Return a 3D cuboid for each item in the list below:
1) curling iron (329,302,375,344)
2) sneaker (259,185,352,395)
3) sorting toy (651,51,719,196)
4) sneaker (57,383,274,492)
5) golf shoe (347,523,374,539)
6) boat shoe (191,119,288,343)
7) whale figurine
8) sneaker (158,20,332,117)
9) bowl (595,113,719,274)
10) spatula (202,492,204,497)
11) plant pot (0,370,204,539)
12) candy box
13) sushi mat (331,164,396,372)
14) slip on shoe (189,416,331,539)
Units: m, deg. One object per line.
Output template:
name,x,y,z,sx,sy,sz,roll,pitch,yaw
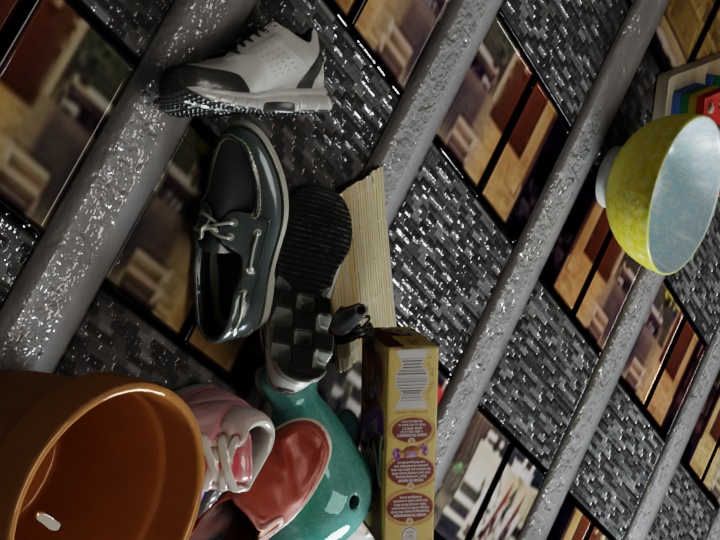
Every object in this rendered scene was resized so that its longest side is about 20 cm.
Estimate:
curling iron,-0.008,0.045,1.440,0.200,0.049,0.026,107,-31,-80
sneaker,-0.060,0.019,1.428,0.089,0.074,0.200,133,-30,-62
sorting toy,0.461,-0.175,2.079,0.199,0.069,0.200,-24,123,-49
sneaker,-0.154,0.156,1.318,0.200,0.105,0.076,-22,124,-48
golf shoe,0.030,0.277,1.650,0.075,0.091,0.200,-61,143,-15
boat shoe,-0.109,-0.028,1.326,0.062,0.073,0.200,-32,135,-49
whale figurine,-0.047,0.174,1.477,0.159,0.104,0.200,-25,119,-42
sneaker,-0.099,-0.167,1.293,0.200,0.074,0.080,-11,99,-58
bowl,0.356,-0.104,1.926,0.200,0.108,0.201,-29,128,-46
spatula,-0.157,0.257,1.432,0.056,0.021,0.200,-26,126,-40
plant pot,-0.235,0.160,1.170,0.200,0.140,0.201,-30,129,-46
candy box,0.036,0.163,1.527,0.056,0.117,0.201,-2,97,-11
sushi mat,0.000,0.000,1.548,0.096,0.012,0.200,-37,133,-42
slip on shoe,-0.097,0.212,1.391,0.200,0.061,0.074,-44,95,-17
